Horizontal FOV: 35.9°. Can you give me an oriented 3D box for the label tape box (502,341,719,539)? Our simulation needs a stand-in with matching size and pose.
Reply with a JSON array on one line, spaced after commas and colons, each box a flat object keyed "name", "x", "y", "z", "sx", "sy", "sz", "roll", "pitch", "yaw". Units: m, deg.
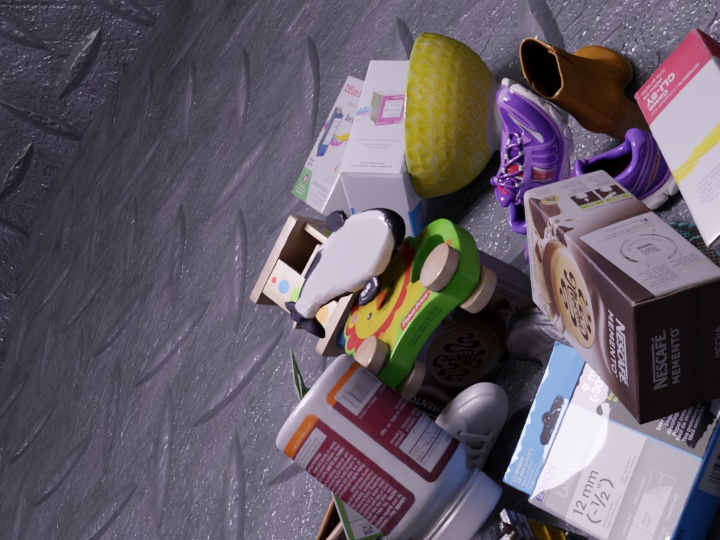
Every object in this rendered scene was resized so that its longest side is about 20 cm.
[{"name": "label tape box", "x": 0.210, "y": 0.150, "z": 0.947, "sx": 0.199, "sy": 0.066, "sz": 0.144, "roll": 21, "pitch": 88, "yaw": 41}]

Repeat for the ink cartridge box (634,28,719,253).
[{"name": "ink cartridge box", "x": 0.323, "y": -0.084, "z": 0.900, "sx": 0.083, "sy": 0.145, "sz": 0.201, "roll": -49, "pitch": 32, "yaw": 32}]

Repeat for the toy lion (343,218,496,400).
[{"name": "toy lion", "x": 0.049, "y": 0.026, "z": 1.168, "sx": 0.200, "sy": 0.068, "sz": 0.192, "roll": -54, "pitch": 22, "yaw": 24}]

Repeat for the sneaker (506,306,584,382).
[{"name": "sneaker", "x": 0.206, "y": 0.081, "z": 1.068, "sx": 0.200, "sy": 0.076, "sz": 0.091, "roll": -13, "pitch": 64, "yaw": 60}]

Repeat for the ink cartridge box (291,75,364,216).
[{"name": "ink cartridge box", "x": -0.004, "y": -0.171, "z": 1.626, "sx": 0.201, "sy": 0.087, "sz": 0.145, "roll": -62, "pitch": 27, "yaw": 6}]

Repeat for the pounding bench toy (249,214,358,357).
[{"name": "pounding bench toy", "x": -0.008, "y": 0.029, "z": 1.452, "sx": 0.156, "sy": 0.200, "sz": 0.125, "roll": 36, "pitch": 105, "yaw": 30}]

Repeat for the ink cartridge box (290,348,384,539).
[{"name": "ink cartridge box", "x": -0.016, "y": 0.181, "z": 1.198, "sx": 0.059, "sy": 0.201, "sz": 0.104, "roll": -18, "pitch": 20, "yaw": 1}]

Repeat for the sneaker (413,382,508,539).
[{"name": "sneaker", "x": 0.106, "y": 0.210, "z": 1.155, "sx": 0.201, "sy": 0.072, "sz": 0.085, "roll": -65, "pitch": 27, "yaw": 28}]

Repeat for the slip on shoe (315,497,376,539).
[{"name": "slip on shoe", "x": 0.004, "y": 0.246, "z": 1.311, "sx": 0.076, "sy": 0.060, "sz": 0.201, "roll": 17, "pitch": 84, "yaw": 63}]

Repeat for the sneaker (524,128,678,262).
[{"name": "sneaker", "x": 0.229, "y": -0.074, "z": 1.116, "sx": 0.200, "sy": 0.083, "sz": 0.081, "roll": -47, "pitch": 33, "yaw": 35}]

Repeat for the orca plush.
[{"name": "orca plush", "x": 0.000, "y": 0.000, "z": 1.214, "sx": 0.105, "sy": 0.071, "sz": 0.201, "roll": 50, "pitch": 129, "yaw": 29}]

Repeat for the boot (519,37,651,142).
[{"name": "boot", "x": 0.225, "y": -0.214, "z": 1.182, "sx": 0.071, "sy": 0.143, "sz": 0.202, "roll": -52, "pitch": 30, "yaw": 24}]

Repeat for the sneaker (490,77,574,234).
[{"name": "sneaker", "x": 0.172, "y": -0.109, "z": 1.152, "sx": 0.083, "sy": 0.201, "sz": 0.081, "roll": -37, "pitch": 47, "yaw": -14}]

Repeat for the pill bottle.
[{"name": "pill bottle", "x": 0.028, "y": 0.183, "z": 1.058, "sx": 0.114, "sy": 0.200, "sz": 0.114, "roll": -51, "pitch": -6, "yaw": -8}]

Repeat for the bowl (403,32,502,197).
[{"name": "bowl", "x": 0.126, "y": -0.188, "z": 1.353, "sx": 0.107, "sy": 0.200, "sz": 0.201, "roll": 3, "pitch": 64, "yaw": 16}]

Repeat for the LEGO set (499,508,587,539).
[{"name": "LEGO set", "x": 0.131, "y": 0.308, "z": 0.970, "sx": 0.200, "sy": 0.115, "sz": 0.154, "roll": -50, "pitch": 31, "yaw": 30}]

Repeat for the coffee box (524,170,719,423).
[{"name": "coffee box", "x": 0.211, "y": 0.015, "z": 0.904, "sx": 0.200, "sy": 0.079, "sz": 0.114, "roll": -122, "pitch": 18, "yaw": -58}]

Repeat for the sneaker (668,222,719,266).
[{"name": "sneaker", "x": 0.296, "y": -0.011, "z": 0.988, "sx": 0.091, "sy": 0.077, "sz": 0.200, "roll": -48, "pitch": 39, "yaw": 15}]

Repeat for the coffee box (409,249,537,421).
[{"name": "coffee box", "x": 0.096, "y": 0.077, "z": 1.221, "sx": 0.201, "sy": 0.113, "sz": 0.080, "roll": -60, "pitch": 27, "yaw": 14}]

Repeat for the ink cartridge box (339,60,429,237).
[{"name": "ink cartridge box", "x": 0.044, "y": -0.150, "z": 1.418, "sx": 0.084, "sy": 0.145, "sz": 0.201, "roll": 4, "pitch": 53, "yaw": 16}]
